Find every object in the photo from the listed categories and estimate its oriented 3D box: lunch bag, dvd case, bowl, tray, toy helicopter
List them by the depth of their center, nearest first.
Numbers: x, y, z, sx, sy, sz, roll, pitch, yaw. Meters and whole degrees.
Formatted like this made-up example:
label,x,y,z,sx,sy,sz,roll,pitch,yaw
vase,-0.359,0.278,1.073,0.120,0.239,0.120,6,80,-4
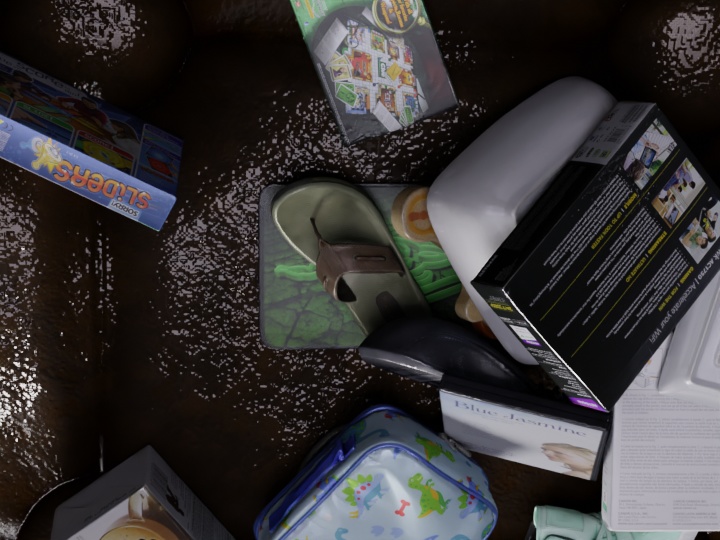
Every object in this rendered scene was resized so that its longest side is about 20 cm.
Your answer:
label,x,y,z,sx,sy,sz,roll,pitch,yaw
bowl,0.176,-0.039,1.460,0.200,0.075,0.200,-39,112,-20
toy helicopter,0.107,-0.023,1.500,0.200,0.079,0.132,30,84,-35
tray,0.333,0.027,1.511,0.107,0.022,0.200,15,101,-6
dvd case,0.140,0.137,1.523,0.142,0.200,0.018,14,73,9
lunch bag,0.010,0.223,1.587,0.161,0.082,0.200,34,110,-22

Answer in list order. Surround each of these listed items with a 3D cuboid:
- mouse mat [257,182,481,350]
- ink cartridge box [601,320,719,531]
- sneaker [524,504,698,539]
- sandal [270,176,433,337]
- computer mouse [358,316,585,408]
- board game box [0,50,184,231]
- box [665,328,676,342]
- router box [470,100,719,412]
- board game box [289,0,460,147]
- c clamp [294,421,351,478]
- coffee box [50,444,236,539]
label,x,y,z,sx,sy,sz,roll,pitch,yaw
mouse mat,0.010,-0.002,1.554,0.200,0.008,0.161,-1,115,-3
ink cartridge box,0.296,0.129,1.564,0.161,0.050,0.200,1,95,-4
sneaker,0.227,0.232,1.632,0.118,0.074,0.200,29,113,-22
sandal,0.001,0.000,1.518,0.080,0.057,0.201,-33,114,14
computer mouse,0.094,0.080,1.525,0.200,0.138,0.053,21,80,-19
board game box,-0.239,-0.112,1.420,0.200,0.135,0.034,26,111,-13
box,0.302,0.066,1.577,0.200,0.046,0.159,-34,111,12
router box,0.200,-0.012,1.403,0.200,0.051,0.149,-49,116,-15
board game box,0.002,-0.207,1.449,0.105,0.023,0.200,-17,115,7
c clamp,0.008,0.236,1.652,0.171,0.027,0.200,-35,112,13
coffee box,-0.176,0.275,1.632,0.113,0.080,0.200,-34,112,11
